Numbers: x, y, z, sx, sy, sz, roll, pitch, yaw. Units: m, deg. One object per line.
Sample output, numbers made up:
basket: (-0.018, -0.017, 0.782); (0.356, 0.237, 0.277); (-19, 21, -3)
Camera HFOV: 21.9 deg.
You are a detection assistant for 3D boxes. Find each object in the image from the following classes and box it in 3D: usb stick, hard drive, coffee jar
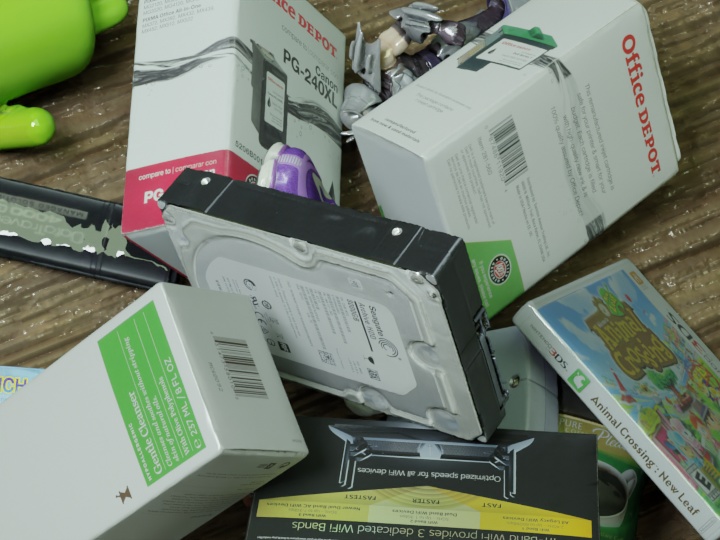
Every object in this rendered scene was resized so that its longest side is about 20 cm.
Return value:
usb stick: (-0.214, -0.030, 1.250); (0.198, 0.033, 0.056); (13, 73, -4)
hard drive: (-0.016, 0.020, 1.078); (0.198, 0.140, 0.038); (15, 52, 32)
coffee jar: (0.131, 0.168, 1.194); (0.103, 0.085, 0.202); (18, 66, -11)

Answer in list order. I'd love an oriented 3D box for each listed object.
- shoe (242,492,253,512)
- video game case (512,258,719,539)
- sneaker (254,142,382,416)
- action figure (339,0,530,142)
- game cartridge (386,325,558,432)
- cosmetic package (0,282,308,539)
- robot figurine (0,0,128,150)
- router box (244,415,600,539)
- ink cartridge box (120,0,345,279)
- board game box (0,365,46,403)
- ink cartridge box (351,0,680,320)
shoe: (-0.077, 0.113, 1.173); (0.199, 0.091, 0.072); (32, 64, -3)
video game case: (0.198, 0.077, 1.208); (0.182, 0.022, 0.200); (49, 25, 12)
sneaker: (0.000, 0.000, 1.168); (0.083, 0.201, 0.081); (-15, 32, 28)
action figure: (0.059, -0.145, 1.298); (0.199, 0.131, 0.069); (-35, 62, -28)
game cartridge: (0.063, 0.136, 1.177); (0.040, 0.133, 0.202); (29, 62, -33)
cosmetic package: (-0.138, 0.104, 1.054); (0.085, 0.199, 0.108); (10, 50, -55)
robot figurine: (-0.258, -0.168, 1.247); (0.199, 0.115, 0.177); (-24, 113, -26)
router box: (0.036, 0.155, 1.042); (0.198, 0.053, 0.158); (3, 36, 4)
ink cartridge box: (-0.080, -0.095, 1.230); (0.083, 0.145, 0.202); (-11, 64, 27)
board game box: (-0.229, 0.161, 1.155); (0.198, 0.056, 0.198); (5, 67, -7)
ink cartridge box: (0.110, -0.082, 1.257); (0.199, 0.147, 0.084); (-36, 38, -22)
